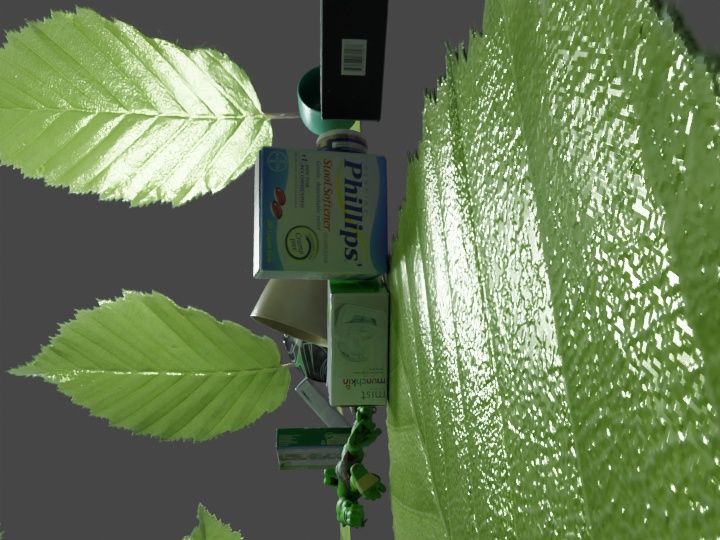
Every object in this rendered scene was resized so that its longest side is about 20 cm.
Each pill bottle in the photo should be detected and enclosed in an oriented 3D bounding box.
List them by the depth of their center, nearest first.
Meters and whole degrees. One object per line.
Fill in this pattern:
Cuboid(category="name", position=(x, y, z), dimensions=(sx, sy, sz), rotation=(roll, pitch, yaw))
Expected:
Cuboid(category="pill bottle", position=(-0.036, -0.174, 1.286), dimensions=(0.111, 0.108, 0.205), rotation=(106, 163, -75))

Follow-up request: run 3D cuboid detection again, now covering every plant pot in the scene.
Cuboid(category="plant pot", position=(-0.103, 0.029, 1.271), dimensions=(0.188, 0.184, 0.204), rotation=(108, 179, -77))

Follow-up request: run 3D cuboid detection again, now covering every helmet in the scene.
Cuboid(category="helmet", position=(-0.088, 0.167, 1.509), dimensions=(0.190, 0.196, 0.205), rotation=(173, 97, -69))

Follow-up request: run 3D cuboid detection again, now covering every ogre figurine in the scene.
Cuboid(category="ogre figurine", position=(-0.009, 0.336, 1.053), dimensions=(0.121, 0.096, 0.203), rotation=(113, 149, -49))

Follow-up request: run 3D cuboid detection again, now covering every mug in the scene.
Cuboid(category="mug", position=(-0.063, -0.412, 1.544), dimensions=(0.154, 0.182, 0.115), rotation=(61, 166, 24))

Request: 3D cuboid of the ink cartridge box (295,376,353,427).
Cuboid(category="ink cartridge box", position=(-0.078, 0.346, 1.534), dimensions=(0.201, 0.043, 0.196), rotation=(49, 172, 4))

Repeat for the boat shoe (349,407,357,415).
Cuboid(category="boat shoe", position=(-0.008, 0.192, 1.218), dimensions=(0.075, 0.061, 0.204), rotation=(-131, 30, -59))

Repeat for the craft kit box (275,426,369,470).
Cuboid(category="craft kit box", position=(-0.084, 0.394, 1.384), dimensions=(0.199, 0.195, 0.049), rotation=(98, 171, -56))

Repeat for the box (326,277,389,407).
Cuboid(category="box", position=(-0.011, 0.106, 1.043), dimensions=(0.200, 0.094, 0.181), rotation=(-119, 28, -81))

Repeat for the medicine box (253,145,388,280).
Cuboid(category="medicine box", position=(-0.064, -0.082, 0.972), dimensions=(0.103, 0.195, 0.187), rotation=(157, 113, -74))

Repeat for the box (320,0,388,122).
Cuboid(category="box", position=(-0.016, -0.379, 1.041), dimensions=(0.184, 0.102, 0.203), rotation=(-94, 6, -54))
